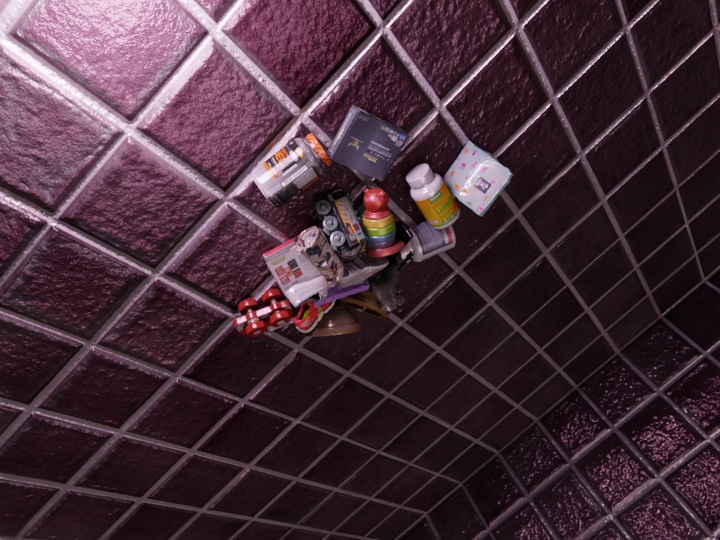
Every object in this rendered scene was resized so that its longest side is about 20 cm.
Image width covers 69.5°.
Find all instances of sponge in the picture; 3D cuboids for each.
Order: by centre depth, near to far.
[{"bbox_3d":[-0.080,0.042,1.730,0.198,0.112,0.030,-17,146,-16],"label":"sponge"}]

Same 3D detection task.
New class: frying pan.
[{"bbox_3d":[-0.019,-0.118,1.616,0.114,0.031,0.191,25,95,-31],"label":"frying pan"}]

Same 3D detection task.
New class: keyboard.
[{"bbox_3d":[0.119,-0.062,1.710,0.020,0.128,0.200,-19,159,-37],"label":"keyboard"}]

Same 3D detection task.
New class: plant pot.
[{"bbox_3d":[-0.097,0.172,1.811,0.199,0.200,0.094,-5,88,-25],"label":"plant pot"}]

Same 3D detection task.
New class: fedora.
[{"bbox_3d":[0.020,0.101,1.829,0.200,0.200,0.082,29,74,-41],"label":"fedora"}]

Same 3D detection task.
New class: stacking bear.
[{"bbox_3d":[0.055,-0.154,1.583,0.113,0.121,0.202,-33,127,-38],"label":"stacking bear"}]

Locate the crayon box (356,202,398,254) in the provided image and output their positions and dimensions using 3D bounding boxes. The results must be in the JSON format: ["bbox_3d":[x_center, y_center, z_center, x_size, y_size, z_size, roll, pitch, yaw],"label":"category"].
[{"bbox_3d":[0.015,-0.130,1.688,0.127,0.051,0.200,27,110,-41],"label":"crayon box"}]

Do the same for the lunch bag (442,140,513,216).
[{"bbox_3d":[0.376,-0.288,1.653,0.121,0.200,0.171,19,116,-38],"label":"lunch bag"}]

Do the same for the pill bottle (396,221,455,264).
[{"bbox_3d":[0.212,-0.098,1.772,0.199,0.120,0.120,-22,133,-11],"label":"pill bottle"}]

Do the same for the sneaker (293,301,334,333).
[{"bbox_3d":[-0.151,0.113,1.734,0.201,0.077,0.085,-57,137,-18],"label":"sneaker"}]

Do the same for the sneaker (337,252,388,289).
[{"bbox_3d":[0.000,0.000,1.698,0.199,0.075,0.082,-19,143,-24],"label":"sneaker"}]

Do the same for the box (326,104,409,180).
[{"bbox_3d":[0.023,-0.365,1.503,0.199,0.051,0.158,16,118,-37],"label":"box"}]

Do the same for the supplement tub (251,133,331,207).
[{"bbox_3d":[-0.186,-0.274,1.412,0.199,0.123,0.123,-36,134,2],"label":"supplement tub"}]

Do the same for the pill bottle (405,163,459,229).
[{"bbox_3d":[0.228,-0.239,1.664,0.111,0.111,0.200,-37,122,3],"label":"pill bottle"}]

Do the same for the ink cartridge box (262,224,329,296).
[{"bbox_3d":[-0.190,-0.046,1.619,0.199,0.084,0.176,-28,134,-6],"label":"ink cartridge box"}]

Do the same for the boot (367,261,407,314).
[{"bbox_3d":[0.116,0.061,1.802,0.200,0.131,0.068,-39,179,-38],"label":"boot"}]

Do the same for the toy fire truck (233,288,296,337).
[{"bbox_3d":[-0.312,0.163,1.717,0.198,0.113,0.168,-22,152,-10],"label":"toy fire truck"}]

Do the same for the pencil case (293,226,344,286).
[{"bbox_3d":[-0.118,-0.038,1.552,0.090,0.078,0.200,-47,136,-13],"label":"pencil case"}]

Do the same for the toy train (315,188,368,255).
[{"bbox_3d":[-0.058,-0.147,1.550,0.113,0.201,0.085,-24,170,-7],"label":"toy train"}]

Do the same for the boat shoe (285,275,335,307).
[{"bbox_3d":[-0.141,0.065,1.630,0.199,0.069,0.072,-16,159,-47],"label":"boat shoe"}]
